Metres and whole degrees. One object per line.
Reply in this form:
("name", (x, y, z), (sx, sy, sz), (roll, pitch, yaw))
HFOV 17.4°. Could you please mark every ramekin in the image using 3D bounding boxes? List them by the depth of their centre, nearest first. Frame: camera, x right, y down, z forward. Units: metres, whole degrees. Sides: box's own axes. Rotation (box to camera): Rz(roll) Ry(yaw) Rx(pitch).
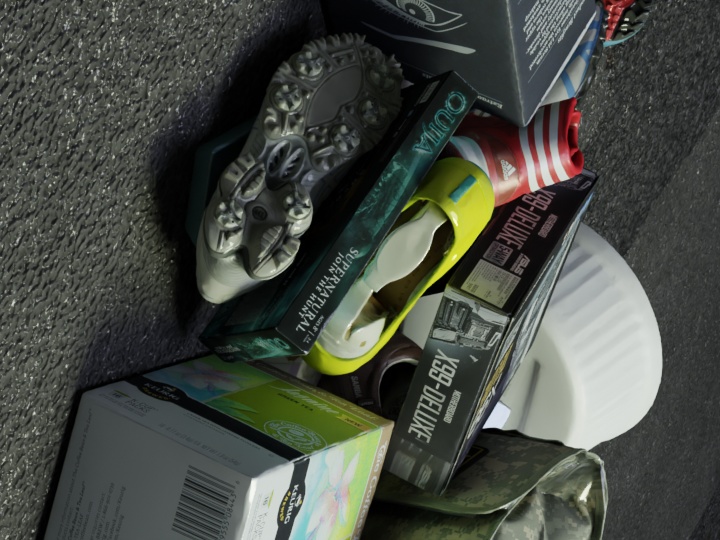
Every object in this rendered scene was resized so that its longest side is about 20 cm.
("ramekin", (0.124, 0.060, 1.813), (0.098, 0.200, 0.202), (-33, 142, -41))

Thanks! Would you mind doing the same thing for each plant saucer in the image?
("plant saucer", (-0.051, -0.078, 1.508), (0.200, 0.019, 0.070), (-33, 141, -52))

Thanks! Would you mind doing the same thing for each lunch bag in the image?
("lunch bag", (0.065, 0.196, 1.595), (0.117, 0.163, 0.201), (33, 72, -35))

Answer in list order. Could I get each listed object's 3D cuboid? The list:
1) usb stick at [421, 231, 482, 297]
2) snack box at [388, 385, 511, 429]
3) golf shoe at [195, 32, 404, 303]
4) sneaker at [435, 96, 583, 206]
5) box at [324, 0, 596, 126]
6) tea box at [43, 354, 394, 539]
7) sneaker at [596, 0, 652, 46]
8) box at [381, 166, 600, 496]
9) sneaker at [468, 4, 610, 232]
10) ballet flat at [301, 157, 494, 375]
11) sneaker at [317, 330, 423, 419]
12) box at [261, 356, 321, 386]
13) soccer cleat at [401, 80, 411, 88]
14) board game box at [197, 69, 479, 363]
("usb stick", (0.000, 0.000, 1.583), (0.199, 0.033, 0.056), (-11, 108, -35))
("snack box", (0.014, 0.172, 1.745), (0.053, 0.142, 0.201), (38, 72, -25))
("golf shoe", (-0.047, -0.063, 1.449), (0.200, 0.078, 0.097), (-54, -179, -33))
("sneaker", (0.084, -0.075, 1.571), (0.115, 0.200, 0.079), (-12, 107, -16))
("box", (0.055, -0.205, 1.454), (0.105, 0.147, 0.200), (-57, 157, -23))
("tea box", (-0.099, 0.176, 1.496), (0.196, 0.133, 0.202), (-17, 127, -63))
("sneaker", (0.197, -0.267, 1.839), (0.096, 0.079, 0.201), (146, -35, -75))
("box", (0.088, 0.032, 1.581), (0.200, 0.049, 0.159), (-53, 165, -54))
("sneaker", (0.114, -0.115, 1.678), (0.201, 0.072, 0.072), (-56, 174, -16))
("ballet flat", (0.009, 0.006, 1.476), (0.200, 0.067, 0.067), (-48, -179, 34))
("sneaker", (-0.019, 0.116, 1.692), (0.200, 0.075, 0.071), (-54, 155, -29))
("box", (-0.042, 0.047, 1.619), (0.201, 0.041, 0.039), (-65, 156, -1))
("soccer cleat", (0.077, -0.200, 1.597), (0.201, 0.077, 0.069), (-68, 158, 4))
("board game box", (-0.015, -0.031, 1.467), (0.201, 0.028, 0.135), (-56, -163, -18))
